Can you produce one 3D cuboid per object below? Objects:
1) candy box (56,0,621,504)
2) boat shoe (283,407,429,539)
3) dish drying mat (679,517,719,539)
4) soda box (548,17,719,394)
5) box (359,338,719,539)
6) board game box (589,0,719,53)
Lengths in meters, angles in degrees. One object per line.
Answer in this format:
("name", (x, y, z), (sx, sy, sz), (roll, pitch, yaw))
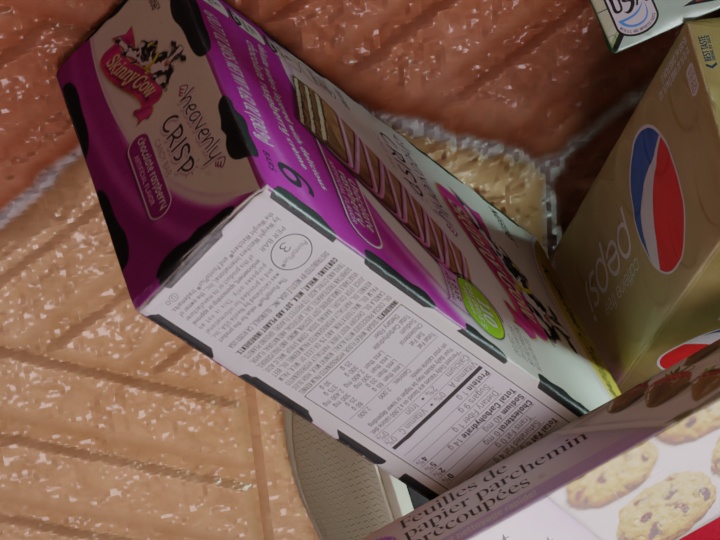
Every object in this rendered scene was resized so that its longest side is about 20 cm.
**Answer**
("candy box", (0.000, 0.000, 0.866), (0.061, 0.137, 0.200), (-43, 129, 15))
("boat shoe", (0.023, 0.095, 1.002), (0.068, 0.072, 0.200), (-38, 130, -23))
("dish drying mat", (0.162, 0.128, 0.914), (0.200, 0.018, 0.077), (21, 113, -25))
("soda box", (0.121, -0.014, 0.884), (0.064, 0.068, 0.200), (-8, 159, -14))
("box", (0.088, 0.065, 0.829), (0.200, 0.039, 0.042), (-28, 110, -1))
("board game box", (0.143, -0.168, 0.801), (0.199, 0.029, 0.135), (-24, 97, 6))
